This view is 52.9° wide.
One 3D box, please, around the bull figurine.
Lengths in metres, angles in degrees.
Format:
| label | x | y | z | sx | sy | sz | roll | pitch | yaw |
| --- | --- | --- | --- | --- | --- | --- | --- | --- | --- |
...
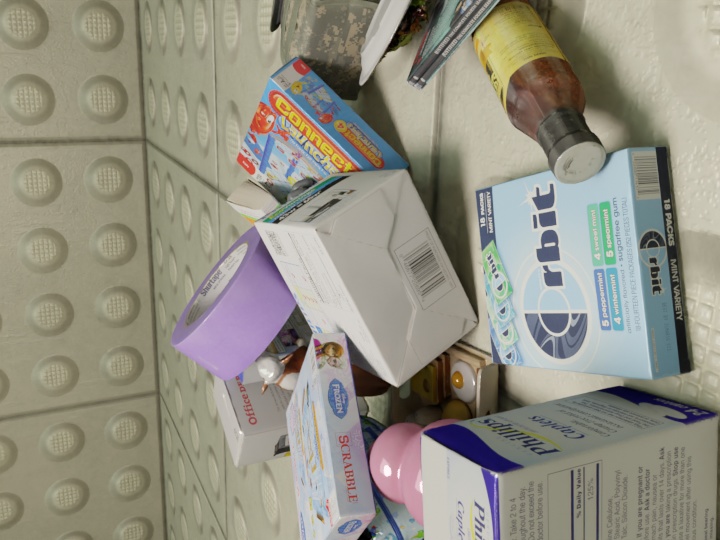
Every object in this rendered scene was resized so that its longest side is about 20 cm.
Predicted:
| label | x | y | z | sx | sy | sz | roll | pitch | yaw |
| --- | --- | --- | --- | --- | --- | --- | --- | --- | --- |
| bull figurine | -0.055 | 0.134 | 0.987 | 0.121 | 0.198 | 0.066 | -123 | 45 | -73 |

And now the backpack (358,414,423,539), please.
| label | x | y | z | sx | sy | sz | roll | pitch | yaw |
| --- | --- | --- | --- | --- | --- | --- | --- | --- | --- |
| backpack | 0.016 | 0.274 | 0.915 | 0.200 | 0.153 | 0.164 | -108 | -4 | -80 |

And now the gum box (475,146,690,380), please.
| label | x | y | z | sx | sy | sz | roll | pitch | yaw |
| --- | --- | --- | --- | --- | --- | --- | --- | --- | --- |
| gum box | 0.178 | -0.001 | 0.619 | 0.200 | 0.044 | 0.172 | 174 | 90 | -66 |

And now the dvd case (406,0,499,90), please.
| label | x | y | z | sx | sy | sz | roll | pitch | yaw |
| --- | --- | --- | --- | --- | --- | --- | --- | --- | --- |
| dvd case | 0.110 | -0.271 | 0.650 | 0.200 | 0.022 | 0.147 | -38 | 30 | 60 |

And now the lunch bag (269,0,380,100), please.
| label | x | y | z | sx | sy | sz | roll | pitch | yaw |
| --- | --- | --- | --- | --- | --- | --- | --- | --- | --- |
| lunch bag | -0.054 | -0.355 | 0.956 | 0.164 | 0.117 | 0.201 | 115 | 145 | -54 |

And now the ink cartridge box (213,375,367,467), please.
| label | x | y | z | sx | sy | sz | roll | pitch | yaw |
| --- | --- | --- | --- | --- | --- | --- | --- | --- | --- |
| ink cartridge box | -0.110 | 0.199 | 1.103 | 0.148 | 0.198 | 0.086 | -120 | 33 | -41 |

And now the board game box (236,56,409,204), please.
| label | x | y | z | sx | sy | sz | roll | pitch | yaw |
| --- | --- | --- | --- | --- | --- | --- | --- | --- | --- |
| board game box | -0.058 | -0.143 | 0.962 | 0.200 | 0.056 | 0.196 | 44 | 149 | 1 |

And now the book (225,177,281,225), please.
| label | x | y | z | sx | sy | sz | roll | pitch | yaw |
| --- | --- | --- | --- | --- | --- | --- | --- | --- | --- |
| book | -0.093 | -0.041 | 1.052 | 0.200 | 0.048 | 0.133 | 46 | 172 | -30 |

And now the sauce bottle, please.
| label | x | y | z | sx | sy | sz | roll | pitch | yaw |
| --- | --- | --- | --- | --- | --- | --- | --- | --- | --- |
| sauce bottle | 0.144 | -0.152 | 0.595 | 0.066 | 0.065 | 0.201 | 110 | 158 | -43 |

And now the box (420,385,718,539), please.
| label | x | y | z | sx | sy | sz | roll | pitch | yaw |
| --- | --- | --- | --- | --- | --- | --- | --- | --- | --- |
| box | 0.154 | 0.198 | 0.533 | 0.105 | 0.198 | 0.186 | -167 | 73 | -64 |

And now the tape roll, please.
| label | x | y | z | sx | sy | sz | roll | pitch | yaw |
| --- | --- | --- | --- | --- | --- | --- | --- | --- | --- |
| tape roll | -0.161 | 0.041 | 0.974 | 0.200 | 0.085 | 0.200 | -45 | 20 | 21 |

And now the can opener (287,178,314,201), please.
| label | x | y | z | sx | sy | sz | roll | pitch | yaw |
| --- | --- | --- | --- | --- | --- | --- | --- | --- | --- |
| can opener | -0.030 | -0.034 | 0.969 | 0.201 | 0.066 | 0.053 | 59 | -158 | -24 |

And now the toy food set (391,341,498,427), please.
| label | x | y | z | sx | sy | sz | roll | pitch | yaw |
| --- | --- | --- | --- | --- | --- | --- | --- | --- | --- |
| toy food set | 0.088 | 0.154 | 0.830 | 0.200 | 0.060 | 0.145 | -161 | 67 | -63 |

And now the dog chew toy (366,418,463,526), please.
| label | x | y | z | sx | sy | sz | roll | pitch | yaw |
| --- | --- | --- | --- | --- | --- | --- | --- | --- | --- |
| dog chew toy | 0.096 | 0.198 | 0.690 | 0.199 | 0.124 | 0.126 | 8 | 105 | 33 |

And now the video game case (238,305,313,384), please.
| label | x | y | z | sx | sy | sz | roll | pitch | yaw |
| --- | --- | --- | --- | --- | --- | --- | --- | --- | --- |
| video game case | -0.128 | 0.089 | 1.137 | 0.200 | 0.180 | 0.046 | -131 | 41 | -51 |

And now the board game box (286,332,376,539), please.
| label | x | y | z | sx | sy | sz | roll | pitch | yaw |
| --- | --- | --- | --- | --- | --- | --- | --- | --- | --- |
| board game box | -0.040 | 0.207 | 0.809 | 0.200 | 0.041 | 0.201 | 112 | 153 | -52 |

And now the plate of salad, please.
| label | x | y | z | sx | sy | sz | roll | pitch | yaw |
| --- | --- | --- | --- | --- | --- | --- | --- | --- | --- |
| plate of salad | 0.051 | -0.287 | 0.772 | 0.201 | 0.048 | 0.200 | -60 | 13 | 23 |

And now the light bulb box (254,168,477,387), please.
| label | x | y | z | sx | sy | sz | roll | pitch | yaw |
| --- | --- | --- | --- | --- | --- | --- | --- | --- | --- |
| light bulb box | 0.000 | 0.000 | 0.831 | 0.199 | 0.124 | 0.200 | 63 | 160 | -18 |
